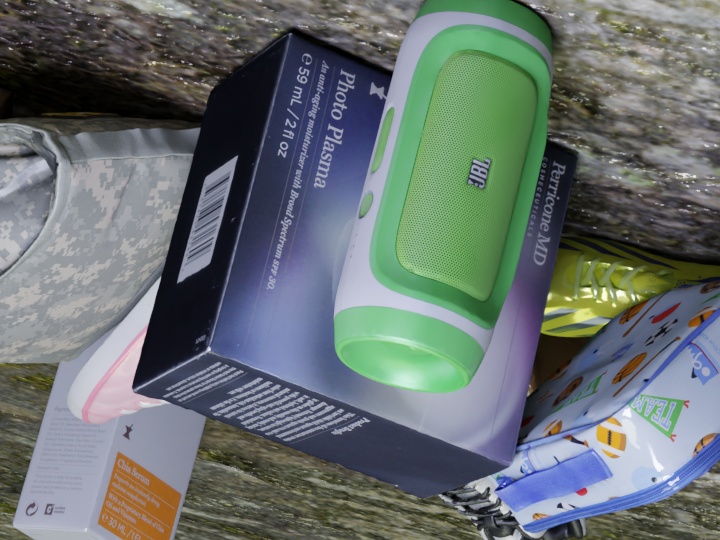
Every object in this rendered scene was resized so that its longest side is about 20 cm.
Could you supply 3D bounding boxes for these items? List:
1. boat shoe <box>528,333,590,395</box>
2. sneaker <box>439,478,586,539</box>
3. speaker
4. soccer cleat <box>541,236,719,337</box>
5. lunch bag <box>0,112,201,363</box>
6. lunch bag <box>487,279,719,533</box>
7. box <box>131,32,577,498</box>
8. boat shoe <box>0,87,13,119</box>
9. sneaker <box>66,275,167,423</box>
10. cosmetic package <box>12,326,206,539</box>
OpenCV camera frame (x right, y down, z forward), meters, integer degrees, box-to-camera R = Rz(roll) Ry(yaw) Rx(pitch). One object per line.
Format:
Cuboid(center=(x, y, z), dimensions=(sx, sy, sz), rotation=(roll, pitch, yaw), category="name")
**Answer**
Cuboid(center=(0.102, 0.043, 1.763), dimensions=(0.200, 0.072, 0.072), rotation=(49, 162, -24), category="boat shoe")
Cuboid(center=(0.092, 0.143, 1.821), dimensions=(0.075, 0.088, 0.199), rotation=(-16, 164, 39), category="sneaker")
Cuboid(center=(0.045, -0.042, 1.440), dimensions=(0.088, 0.201, 0.089), rotation=(12, 160, 5), category="speaker")
Cuboid(center=(0.176, 0.015, 1.682), dimensions=(0.199, 0.065, 0.084), rotation=(10, 173, -5), category="soccer cleat")
Cuboid(center=(-0.191, -0.033, 1.669), dimensions=(0.200, 0.118, 0.164), rotation=(-39, 160, 31), category="lunch bag")
Cuboid(center=(0.156, 0.081, 1.562), dimensions=(0.076, 0.160, 0.200), rotation=(51, 151, -6), category="lunch bag")
Cuboid(center=(0.000, 0.000, 1.582), dimensions=(0.198, 0.201, 0.123), rotation=(21, 158, -21), category="box")
Cuboid(center=(-0.269, -0.068, 1.775), dimensions=(0.065, 0.072, 0.200), rotation=(21, 153, -3), category="boat shoe")
Cuboid(center=(-0.108, 0.064, 1.743), dimensions=(0.105, 0.075, 0.200), rotation=(46, 132, 2), category="sneaker")
Cuboid(center=(-0.169, 0.109, 1.971), dimensions=(0.071, 0.201, 0.101), rotation=(0, 155, 33), category="cosmetic package")
